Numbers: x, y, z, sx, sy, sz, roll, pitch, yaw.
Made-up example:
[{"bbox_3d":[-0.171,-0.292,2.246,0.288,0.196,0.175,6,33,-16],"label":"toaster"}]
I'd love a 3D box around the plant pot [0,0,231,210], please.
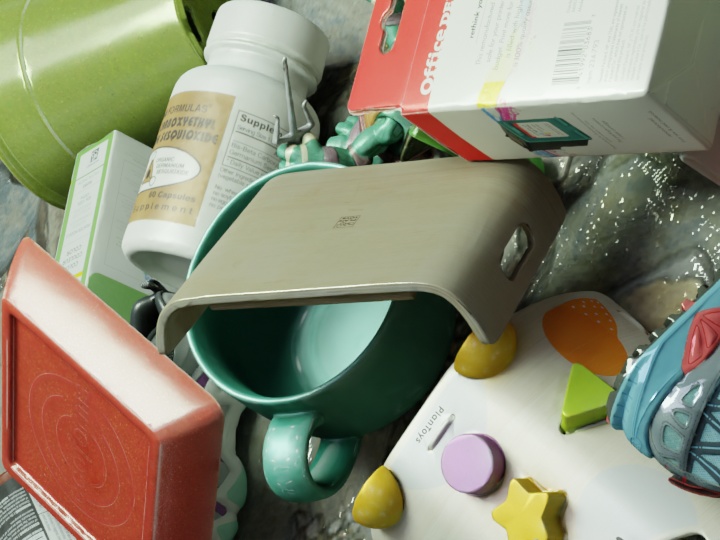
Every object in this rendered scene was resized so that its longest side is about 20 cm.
[{"bbox_3d":[-0.181,-0.170,1.450,0.189,0.200,0.202,-19,52,30],"label":"plant pot"}]

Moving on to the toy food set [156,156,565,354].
[{"bbox_3d":[0.000,0.000,0.983,0.198,0.061,0.144,-5,28,27],"label":"toy food set"}]

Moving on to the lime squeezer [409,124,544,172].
[{"bbox_3d":[0.079,-0.071,1.086,0.038,0.071,0.200,-43,-5,12],"label":"lime squeezer"}]

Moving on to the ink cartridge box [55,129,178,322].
[{"bbox_3d":[-0.176,0.007,1.368,0.059,0.103,0.202,-24,50,43],"label":"ink cartridge box"}]

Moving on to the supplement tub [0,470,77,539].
[{"bbox_3d":[-0.203,0.225,1.254,0.107,0.106,0.200,-56,35,10],"label":"supplement tub"}]

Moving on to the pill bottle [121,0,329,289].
[{"bbox_3d":[-0.092,-0.087,1.310,0.114,0.114,0.202,-4,64,52],"label":"pill bottle"}]

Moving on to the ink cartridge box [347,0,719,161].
[{"bbox_3d":[0.096,-0.125,0.949,0.199,0.067,0.117,1,70,43],"label":"ink cartridge box"}]

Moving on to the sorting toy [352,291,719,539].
[{"bbox_3d":[0.108,0.132,0.931,0.180,0.106,0.201,41,102,36],"label":"sorting toy"}]

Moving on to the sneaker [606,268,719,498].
[{"bbox_3d":[0.217,0.029,0.871,0.200,0.079,0.096,-47,69,4],"label":"sneaker"}]

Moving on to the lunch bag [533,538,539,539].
[{"bbox_3d":[0.070,0.236,0.819,0.200,0.170,0.123,-39,32,31],"label":"lunch bag"}]

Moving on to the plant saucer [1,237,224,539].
[{"bbox_3d":[-0.172,0.110,1.163,0.200,0.037,0.201,38,137,29],"label":"plant saucer"}]

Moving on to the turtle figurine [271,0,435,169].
[{"bbox_3d":[0.008,-0.103,1.151,0.150,0.100,0.200,-56,-9,-27],"label":"turtle figurine"}]

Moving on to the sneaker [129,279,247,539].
[{"bbox_3d":[-0.144,0.103,1.224,0.077,0.139,0.202,-25,48,42],"label":"sneaker"}]

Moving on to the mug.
[{"bbox_3d":[-0.026,0.039,1.109,0.151,0.114,0.186,31,86,33],"label":"mug"}]

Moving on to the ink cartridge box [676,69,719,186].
[{"bbox_3d":[0.210,-0.153,0.975,0.147,0.083,0.201,-47,38,23],"label":"ink cartridge box"}]
